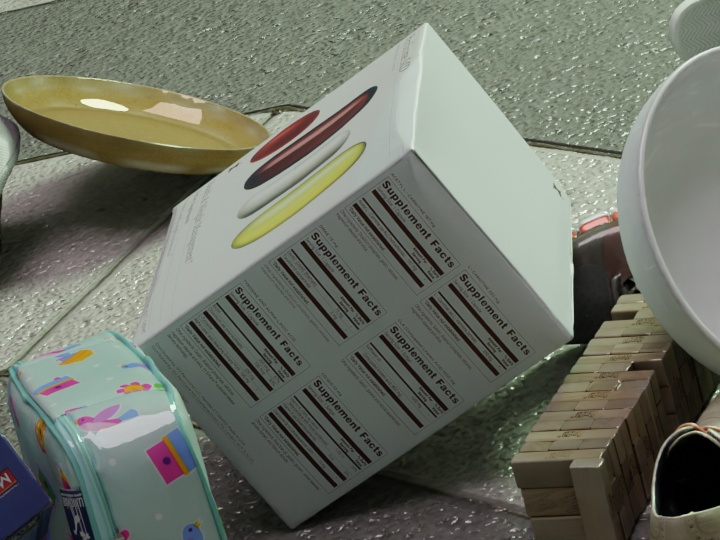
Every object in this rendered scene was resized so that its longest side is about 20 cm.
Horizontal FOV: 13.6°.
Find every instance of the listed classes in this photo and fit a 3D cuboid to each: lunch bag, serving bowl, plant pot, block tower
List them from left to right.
[{"bbox_3d":[-0.124,0.128,1.585,0.077,0.161,0.200,-17,17,-13],"label":"lunch bag"},{"bbox_3d":[-0.165,-0.104,2.191,0.199,0.028,0.200,12,14,-3],"label":"plant pot"},{"bbox_3d":[0.143,0.078,1.641,0.058,0.054,0.200,-5,26,27],"label":"block tower"},{"bbox_3d":[0.218,-0.020,1.668,0.200,0.201,0.066,-35,1,-36],"label":"serving bowl"}]

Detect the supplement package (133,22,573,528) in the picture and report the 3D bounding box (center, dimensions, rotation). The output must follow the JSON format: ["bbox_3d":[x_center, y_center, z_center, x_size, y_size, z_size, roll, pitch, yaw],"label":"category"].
[{"bbox_3d":[0.000,0.000,1.714,0.200,0.147,0.191,-35,19,18],"label":"supplement package"}]

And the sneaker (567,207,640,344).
[{"bbox_3d":[0.187,0.007,1.746,0.199,0.077,0.082,-16,30,4],"label":"sneaker"}]

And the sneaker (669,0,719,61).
[{"bbox_3d":[0.292,-0.189,2.116,0.199,0.074,0.116,-13,20,-16],"label":"sneaker"}]

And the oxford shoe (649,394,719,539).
[{"bbox_3d":[0.187,0.103,1.530,0.070,0.074,0.200,-9,25,17],"label":"oxford shoe"}]

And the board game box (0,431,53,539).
[{"bbox_3d":[-0.245,0.170,1.619,0.200,0.062,0.200,-38,-9,-2],"label":"board game box"}]

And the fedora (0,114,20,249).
[{"bbox_3d":[-0.293,-0.057,2.140,0.090,0.178,0.200,14,16,-2],"label":"fedora"}]
